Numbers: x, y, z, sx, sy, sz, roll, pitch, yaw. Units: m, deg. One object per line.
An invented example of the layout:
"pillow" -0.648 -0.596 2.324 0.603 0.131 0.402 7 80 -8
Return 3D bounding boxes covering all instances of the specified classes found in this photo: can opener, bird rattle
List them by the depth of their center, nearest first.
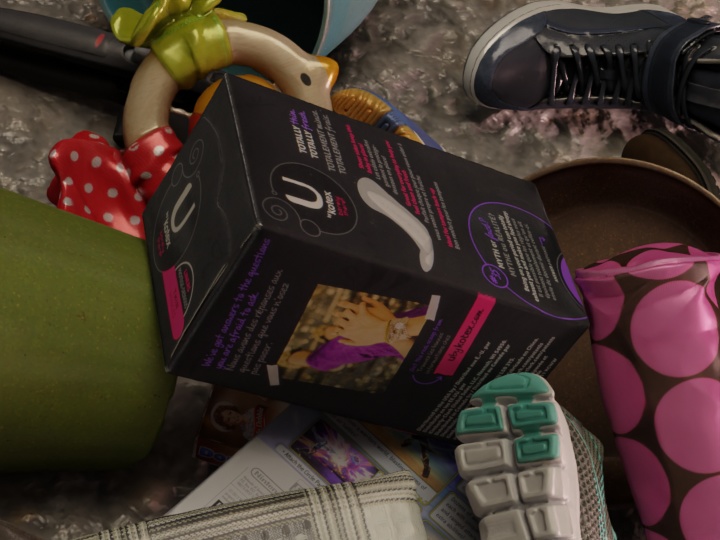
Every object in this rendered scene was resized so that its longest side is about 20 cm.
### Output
"bird rattle" -0.098 -0.088 1.025 0.162 0.113 0.201 16 75 -4
"can opener" -0.170 -0.133 1.120 0.199 0.064 0.079 23 46 8

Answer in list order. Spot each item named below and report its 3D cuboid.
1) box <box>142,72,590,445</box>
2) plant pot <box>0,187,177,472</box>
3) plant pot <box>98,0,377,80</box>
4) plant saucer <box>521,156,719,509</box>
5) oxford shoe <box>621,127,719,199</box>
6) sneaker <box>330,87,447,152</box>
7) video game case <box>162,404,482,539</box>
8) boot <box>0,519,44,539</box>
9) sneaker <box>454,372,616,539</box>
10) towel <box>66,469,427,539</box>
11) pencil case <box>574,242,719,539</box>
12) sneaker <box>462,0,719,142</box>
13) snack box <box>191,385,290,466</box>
"box" 0.000 0.000 0.879 0.199 0.106 0.123 18 36 -28
"plant pot" -0.199 0.032 0.887 0.189 0.201 0.201 11 43 -22
"plant pot" -0.058 -0.241 1.172 0.199 0.201 0.188 31 40 16
"plant saucer" 0.143 0.036 0.982 0.200 0.201 0.037 29 9 14
"oxford shoe" 0.192 -0.020 1.101 0.084 0.073 0.201 2 46 -10
"sneaker" 0.054 -0.037 1.074 0.200 0.075 0.088 48 30 6
"video game case" 0.021 0.153 0.889 0.200 0.046 0.181 41 51 12
"boot" -0.220 0.184 0.803 0.199 0.069 0.175 23 44 -7
"sneaker" 0.100 0.155 0.842 0.091 0.077 0.201 28 57 -47
"towel" -0.043 0.204 0.787 0.191 0.035 0.201 -9 69 -10
"pencil case" 0.175 0.082 0.903 0.090 0.201 0.093 -7 11 42
"sneaker" 0.186 -0.137 1.182 0.201 0.077 0.146 -13 30 -26
"snack box" -0.042 0.041 1.011 0.071 0.024 0.201 18 45 -3
